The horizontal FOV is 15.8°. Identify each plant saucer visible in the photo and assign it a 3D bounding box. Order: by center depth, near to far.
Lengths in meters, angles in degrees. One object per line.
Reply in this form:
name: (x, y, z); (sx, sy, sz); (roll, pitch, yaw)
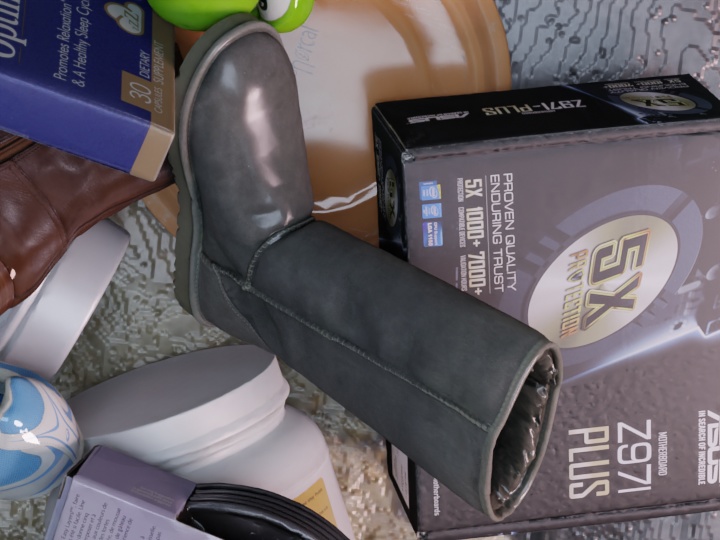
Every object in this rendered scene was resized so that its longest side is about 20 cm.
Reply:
plant saucer: (-0.024, -0.088, 1.268); (0.199, 0.032, 0.201); (-2, 105, -7)

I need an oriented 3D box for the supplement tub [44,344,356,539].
supplement tub: (-0.070, 0.150, 1.267); (0.144, 0.144, 0.201); (-17, 102, 1)

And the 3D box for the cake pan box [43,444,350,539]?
cake pan box: (-0.071, 0.196, 1.178); (0.183, 0.052, 0.201); (19, 108, 3)

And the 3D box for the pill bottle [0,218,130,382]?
pill bottle: (-0.217, -0.030, 1.236); (0.199, 0.120, 0.120); (30, 99, -8)

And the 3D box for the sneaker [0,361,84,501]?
sneaker: (-0.223, 0.064, 1.206); (0.199, 0.072, 0.073); (1, 144, 24)

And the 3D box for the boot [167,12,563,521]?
boot: (0.002, -0.002, 1.161); (0.072, 0.200, 0.182); (-29, 136, -31)

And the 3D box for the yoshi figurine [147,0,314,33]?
yoshi figurine: (-0.065, -0.190, 1.158); (0.111, 0.112, 0.201); (-13, 118, -9)

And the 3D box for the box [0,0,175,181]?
box: (-0.177, -0.112, 1.137); (0.199, 0.121, 0.032); (17, 122, -16)

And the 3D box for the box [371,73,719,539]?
box: (0.095, 0.018, 1.256); (0.163, 0.086, 0.201); (-5, 109, -9)

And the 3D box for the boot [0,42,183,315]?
boot: (-0.174, -0.080, 1.174); (0.186, 0.200, 0.064); (48, 134, -2)
